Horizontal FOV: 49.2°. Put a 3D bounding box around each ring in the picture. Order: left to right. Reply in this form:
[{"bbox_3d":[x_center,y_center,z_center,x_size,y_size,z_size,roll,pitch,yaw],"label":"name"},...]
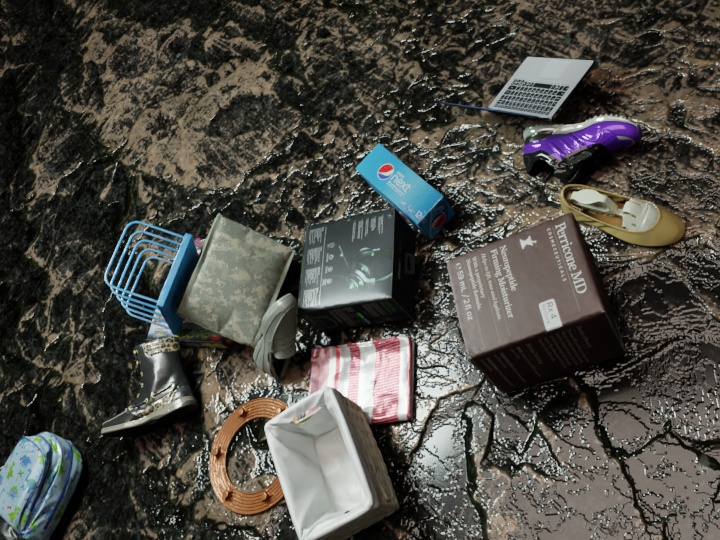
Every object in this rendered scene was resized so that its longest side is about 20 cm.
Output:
[{"bbox_3d":[-0.185,0.319,1.365,0.198,0.019,0.203,-14,58,24],"label":"ring"}]

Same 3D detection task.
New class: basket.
[{"bbox_3d":[-0.041,0.304,1.210,0.134,0.123,0.202,-31,59,13],"label":"basket"}]

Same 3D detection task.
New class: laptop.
[{"bbox_3d":[0.255,-0.321,1.340,0.201,0.116,0.187,-52,30,-3],"label":"laptop"}]

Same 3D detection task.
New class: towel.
[{"bbox_3d":[-0.003,0.189,1.322,0.197,0.023,0.146,-10,62,26],"label":"towel"}]

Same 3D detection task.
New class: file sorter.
[{"bbox_3d":[-0.380,0.014,1.458,0.121,0.200,0.141,18,70,1],"label":"file sorter"}]

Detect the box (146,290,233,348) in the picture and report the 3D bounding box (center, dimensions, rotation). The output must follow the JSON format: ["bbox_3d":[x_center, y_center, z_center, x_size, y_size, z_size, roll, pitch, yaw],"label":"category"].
[{"bbox_3d":[-0.328,0.095,1.556,0.197,0.035,0.112,-1,65,30],"label":"box"}]

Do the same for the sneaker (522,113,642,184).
[{"bbox_3d":[0.358,-0.188,1.282,0.198,0.069,0.101,-2,69,36],"label":"sneaker"}]

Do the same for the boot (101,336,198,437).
[{"bbox_3d":[-0.410,0.224,1.499,0.197,0.073,0.153,-22,67,14],"label":"boot"}]

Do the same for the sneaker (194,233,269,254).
[{"bbox_3d":[-0.266,-0.047,1.567,0.197,0.081,0.076,-9,54,25],"label":"sneaker"}]

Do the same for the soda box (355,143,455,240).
[{"bbox_3d":[0.079,-0.145,1.421,0.068,0.064,0.200,-45,52,1],"label":"soda box"}]

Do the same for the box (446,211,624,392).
[{"bbox_3d":[0.255,0.053,1.149,0.197,0.164,0.168,-22,56,19],"label":"box"}]

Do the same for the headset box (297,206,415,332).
[{"bbox_3d":[0.000,0.000,1.374,0.197,0.093,0.177,-12,60,25],"label":"headset box"}]

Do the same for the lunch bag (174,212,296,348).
[{"bbox_3d":[-0.231,0.025,1.439,0.203,0.162,0.117,-68,13,-10],"label":"lunch bag"}]

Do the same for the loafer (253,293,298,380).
[{"bbox_3d":[-0.135,0.116,1.355,0.070,0.201,0.070,-33,67,-34],"label":"loafer"}]

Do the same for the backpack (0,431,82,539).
[{"bbox_3d":[-0.623,0.415,1.511,0.162,0.154,0.201,21,64,43],"label":"backpack"}]

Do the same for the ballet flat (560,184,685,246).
[{"bbox_3d":[0.394,-0.087,1.205,0.198,0.063,0.069,19,76,36],"label":"ballet flat"}]
